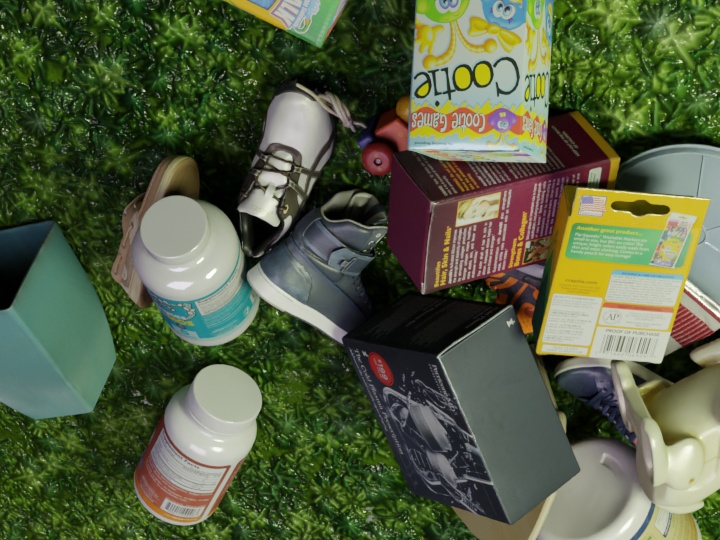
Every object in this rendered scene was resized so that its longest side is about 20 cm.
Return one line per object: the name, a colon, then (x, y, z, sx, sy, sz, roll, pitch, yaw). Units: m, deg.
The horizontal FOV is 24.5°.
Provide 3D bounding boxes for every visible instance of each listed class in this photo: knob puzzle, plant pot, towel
knob puzzle: (0.164, 0.208, 1.786, 0.030, 0.220, 0.220, 14, 140, -32)
plant pot: (-0.378, 0.070, 1.910, 0.141, 0.142, 0.200, -10, 131, 28)
towel: (0.261, 0.037, 1.674, 0.144, 0.023, 0.200, 38, 146, -12)

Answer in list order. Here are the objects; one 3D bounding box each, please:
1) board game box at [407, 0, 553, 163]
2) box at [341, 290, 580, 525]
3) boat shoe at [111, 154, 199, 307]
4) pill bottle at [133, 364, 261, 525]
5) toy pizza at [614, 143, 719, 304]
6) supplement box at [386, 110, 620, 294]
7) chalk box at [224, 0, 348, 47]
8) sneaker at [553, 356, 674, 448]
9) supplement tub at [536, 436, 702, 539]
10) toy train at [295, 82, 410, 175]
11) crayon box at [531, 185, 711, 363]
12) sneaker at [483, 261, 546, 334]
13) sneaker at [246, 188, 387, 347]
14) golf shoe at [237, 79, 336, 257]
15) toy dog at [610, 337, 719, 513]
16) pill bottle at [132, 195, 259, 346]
board game box: (0.108, -0.199, 1.449, 0.103, 0.105, 0.201, 3, 90, 19)
box: (0.100, 0.135, 1.692, 0.182, 0.104, 0.201, 5, 124, 58)
boat shoe: (-0.230, -0.050, 1.793, 0.064, 0.071, 0.200, 37, 128, 19)
pill bottle: (-0.189, 0.203, 1.958, 0.112, 0.112, 0.200, 28, 132, -3)
toy pizza: (0.325, -0.043, 1.610, 0.199, 0.032, 0.201, 10, 130, 12)
supplement box: (0.132, -0.066, 1.559, 0.199, 0.086, 0.111, -14, 133, -20)
chalk box: (-0.048, -0.297, 1.484, 0.199, 0.125, 0.124, 27, 132, 0)
sneaker: (0.290, 0.155, 1.721, 0.199, 0.085, 0.075, 21, 151, -10)
supplement tub: (0.284, 0.286, 1.801, 0.144, 0.145, 0.200, -14, 138, 30)
toy train: (0.047, -0.152, 1.601, 0.200, 0.085, 0.116, 39, 121, -12)
crayon box: (0.240, -0.007, 1.544, 0.125, 0.052, 0.201, 5, 130, -5)
sneaker: (0.130, 0.004, 1.669, 0.200, 0.078, 0.112, 26, 137, 30)
sneaker: (0.000, 0.001, 1.741, 0.202, 0.077, 0.146, 29, 110, -40)
golf shoe: (-0.078, -0.096, 1.682, 0.077, 0.095, 0.200, 19, 130, 7)
toy dog: (0.368, 0.155, 1.624, 0.199, 0.140, 0.195, -16, 114, 1)
pill bottle: (-0.174, -0.004, 1.734, 0.110, 0.111, 0.200, 11, 158, 12)
